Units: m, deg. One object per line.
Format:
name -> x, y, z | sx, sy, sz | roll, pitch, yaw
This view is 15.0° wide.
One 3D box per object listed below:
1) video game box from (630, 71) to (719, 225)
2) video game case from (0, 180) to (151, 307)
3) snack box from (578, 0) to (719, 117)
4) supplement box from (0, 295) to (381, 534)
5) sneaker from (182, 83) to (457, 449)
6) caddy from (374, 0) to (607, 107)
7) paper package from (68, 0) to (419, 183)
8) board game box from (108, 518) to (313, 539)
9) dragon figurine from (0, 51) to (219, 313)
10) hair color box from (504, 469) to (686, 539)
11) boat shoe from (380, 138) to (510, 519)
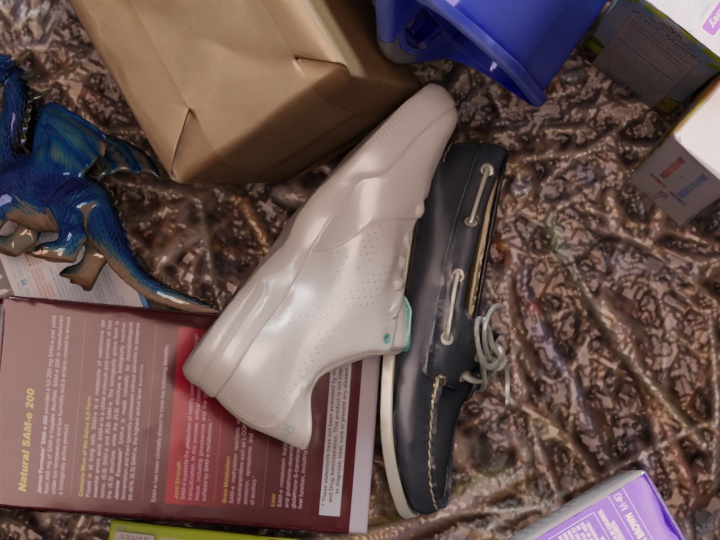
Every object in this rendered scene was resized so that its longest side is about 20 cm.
video game box -> 0.225, -0.118, 1.394 | 0.047, 0.182, 0.200 | 41, 85, 4
video game case -> -0.211, 0.038, 1.452 | 0.199, 0.018, 0.144 | -22, 87, -3
snack box -> 0.193, -0.173, 1.388 | 0.068, 0.200, 0.169 | 35, 86, 2
supplement box -> -0.094, 0.076, 1.414 | 0.199, 0.061, 0.110 | 6, 85, -13
sneaker -> 0.000, 0.000, 1.386 | 0.088, 0.075, 0.200 | 38, 77, -3
caddy -> 0.045, -0.149, 1.370 | 0.141, 0.200, 0.105 | 38, 92, 14
paper package -> -0.072, -0.144, 1.373 | 0.103, 0.200, 0.191 | -32, 86, 11
board game box -> -0.087, 0.234, 1.413 | 0.101, 0.048, 0.201 | 5, 85, 14
dragon figurine -> -0.145, -0.048, 1.396 | 0.199, 0.059, 0.100 | 21, 82, 36
hair color box -> 0.070, 0.178, 1.402 | 0.199, 0.109, 0.065 | -29, 87, -3
boat shoe -> 0.047, 0.030, 1.434 | 0.061, 0.075, 0.201 | 2, 76, 10
